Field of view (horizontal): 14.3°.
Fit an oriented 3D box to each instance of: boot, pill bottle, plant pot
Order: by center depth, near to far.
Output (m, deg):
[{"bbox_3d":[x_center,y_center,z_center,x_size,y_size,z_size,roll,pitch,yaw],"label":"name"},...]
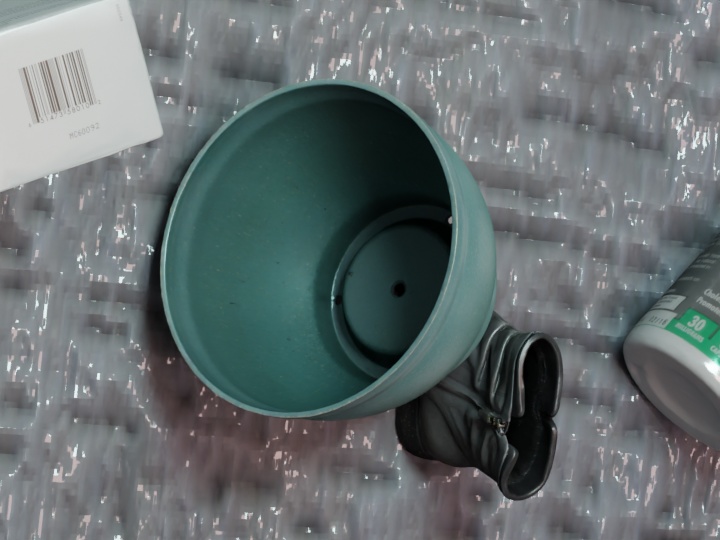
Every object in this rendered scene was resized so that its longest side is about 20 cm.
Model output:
[{"bbox_3d":[0.000,0.000,1.707,0.134,0.200,0.201,23,84,-58],"label":"plant pot"},{"bbox_3d":[0.079,0.034,1.775,0.070,0.132,0.200,-10,102,-29],"label":"boot"},{"bbox_3d":[0.276,0.016,1.901,0.200,0.113,0.113,-47,116,-18],"label":"pill bottle"}]

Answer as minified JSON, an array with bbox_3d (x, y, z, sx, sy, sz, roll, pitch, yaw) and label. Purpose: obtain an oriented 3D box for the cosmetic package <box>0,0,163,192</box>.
[{"bbox_3d":[-0.201,-0.103,1.551,0.108,0.200,0.085,-21,105,-24],"label":"cosmetic package"}]
